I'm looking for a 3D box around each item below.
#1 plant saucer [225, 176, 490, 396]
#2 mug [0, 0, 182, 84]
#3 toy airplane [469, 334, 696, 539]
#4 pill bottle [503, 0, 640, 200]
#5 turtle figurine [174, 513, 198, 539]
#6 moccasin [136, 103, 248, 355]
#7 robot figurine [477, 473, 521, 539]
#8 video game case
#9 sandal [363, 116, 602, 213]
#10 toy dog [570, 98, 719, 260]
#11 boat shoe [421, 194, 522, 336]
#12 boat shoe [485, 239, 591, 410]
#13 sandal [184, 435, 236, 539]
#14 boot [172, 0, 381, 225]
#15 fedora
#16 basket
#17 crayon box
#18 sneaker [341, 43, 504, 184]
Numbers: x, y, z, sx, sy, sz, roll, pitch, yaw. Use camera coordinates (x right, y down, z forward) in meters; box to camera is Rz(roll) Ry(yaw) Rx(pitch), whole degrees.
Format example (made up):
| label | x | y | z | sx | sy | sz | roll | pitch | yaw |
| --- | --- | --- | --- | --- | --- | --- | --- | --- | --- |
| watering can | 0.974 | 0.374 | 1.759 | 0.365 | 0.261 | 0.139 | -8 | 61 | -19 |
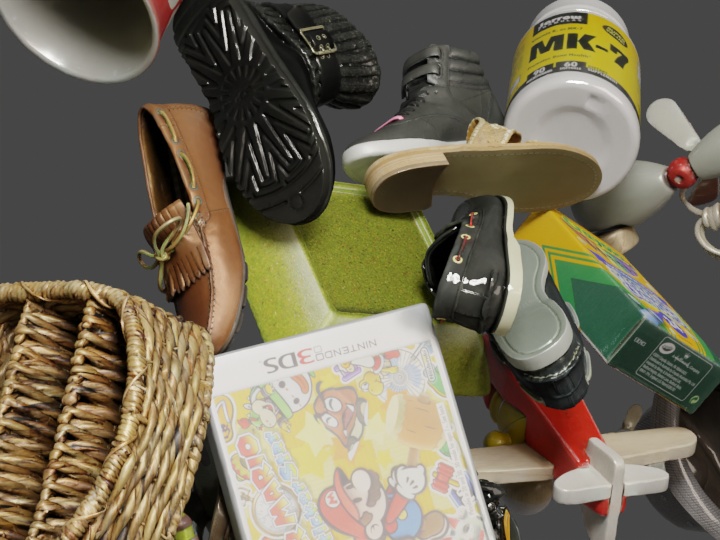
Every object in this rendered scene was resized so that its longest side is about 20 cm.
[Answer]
| label | x | y | z | sx | sy | sz | roll | pitch | yaw |
| --- | --- | --- | --- | --- | --- | --- | --- | --- | --- |
| plant saucer | 0.000 | 0.000 | 1.388 | 0.199 | 0.048 | 0.201 | 6 | 46 | -37 |
| mug | -0.183 | -0.267 | 1.343 | 0.177 | 0.133 | 0.201 | 43 | 49 | -20 |
| toy airplane | 0.153 | 0.147 | 1.447 | 0.199 | 0.142 | 0.199 | 26 | 38 | 10 |
| pill bottle | 0.183 | -0.153 | 1.565 | 0.114 | 0.114 | 0.201 | 44 | 26 | -17 |
| turtle figurine | -0.096 | 0.238 | 1.203 | 0.064 | 0.161 | 0.202 | -11 | 89 | -13 |
| moccasin | -0.129 | -0.030 | 1.330 | 0.077 | 0.073 | 0.203 | 6 | 69 | -35 |
| robot figurine | 0.023 | 0.187 | 1.343 | 0.200 | 0.145 | 0.058 | 40 | 9 | -10 |
| video game case | -0.008 | 0.139 | 1.265 | 0.180 | 0.023 | 0.202 | -13 | 83 | -23 |
| sandal | 0.093 | -0.094 | 1.452 | 0.210 | 0.078 | 0.070 | -4 | 52 | -27 |
| toy dog | 0.262 | -0.081 | 1.609 | 0.096 | 0.198 | 0.133 | -47 | 130 | -56 |
| boat shoe | 0.080 | -0.013 | 1.354 | 0.062 | 0.074 | 0.202 | 13 | 20 | -4 |
| boat shoe | 0.127 | 0.041 | 1.402 | 0.061 | 0.075 | 0.200 | 60 | 10 | -25 |
| sandal | -0.101 | 0.170 | 1.279 | 0.057 | 0.080 | 0.202 | -20 | 78 | -43 |
| boot | -0.041 | -0.126 | 1.391 | 0.157 | 0.079 | 0.212 | 5 | 55 | -54 |
| fedora | 0.312 | 0.174 | 1.597 | 0.199 | 0.090 | 0.178 | 36 | 53 | -16 |
| basket | -0.193 | 0.106 | 1.181 | 0.148 | 0.142 | 0.202 | 27 | 59 | -27 |
| crayon box | 0.201 | 0.020 | 1.501 | 0.125 | 0.052 | 0.200 | 29 | 16 | -42 |
| sneaker | 0.043 | -0.132 | 1.514 | 0.199 | 0.070 | 0.100 | -13 | 80 | -47 |
